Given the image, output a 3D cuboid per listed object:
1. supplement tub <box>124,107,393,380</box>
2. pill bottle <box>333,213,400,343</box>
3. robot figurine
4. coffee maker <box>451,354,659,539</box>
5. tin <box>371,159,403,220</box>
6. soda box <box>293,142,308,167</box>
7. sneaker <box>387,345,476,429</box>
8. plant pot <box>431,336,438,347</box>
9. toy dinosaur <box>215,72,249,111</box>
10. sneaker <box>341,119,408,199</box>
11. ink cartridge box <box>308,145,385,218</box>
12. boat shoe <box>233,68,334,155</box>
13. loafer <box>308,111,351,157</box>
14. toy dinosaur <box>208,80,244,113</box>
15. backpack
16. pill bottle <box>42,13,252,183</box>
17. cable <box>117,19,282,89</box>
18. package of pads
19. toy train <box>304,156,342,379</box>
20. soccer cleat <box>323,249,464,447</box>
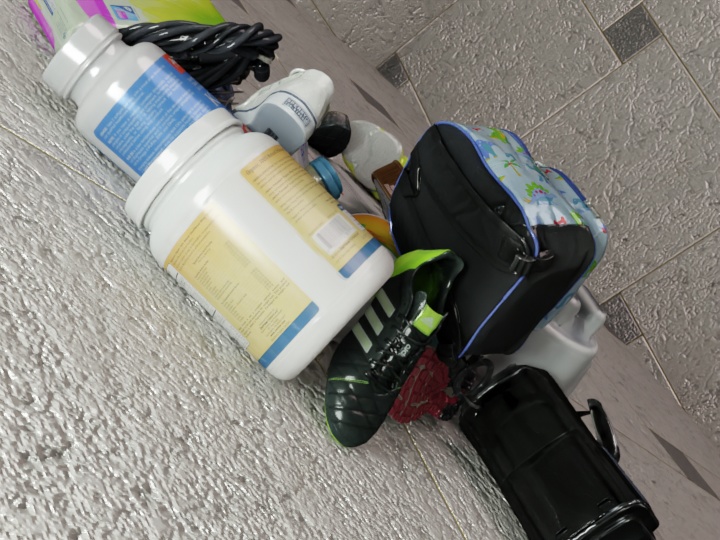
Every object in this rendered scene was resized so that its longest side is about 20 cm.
[{"bbox_3d":[-0.085,-0.023,0.902,0.200,0.145,0.145,44,13,1],"label":"supplement tub"},{"bbox_3d":[0.000,0.000,1.164,0.111,0.111,0.200,42,13,-6],"label":"pill bottle"},{"bbox_3d":[0.188,0.099,1.207,0.169,0.201,0.113,26,23,-26],"label":"robot figurine"},{"bbox_3d":[0.186,0.207,1.074,0.191,0.135,0.200,20,25,-38],"label":"coffee maker"},{"bbox_3d":[0.063,-0.047,1.226,0.112,0.042,0.200,64,-3,-39],"label":"tin"},{"bbox_3d":[-0.095,-0.109,1.179,0.201,0.063,0.069,-94,168,-52],"label":"soda box"},{"bbox_3d":[0.048,0.107,1.078,0.074,0.081,0.200,31,0,26],"label":"sneaker"},{"bbox_3d":[0.124,0.026,1.323,0.133,0.201,0.201,15,27,-32],"label":"plant pot"},{"bbox_3d":[-0.188,-0.243,1.392,0.182,0.105,0.200,59,-7,-27],"label":"toy dinosaur"},{"bbox_3d":[0.047,-0.110,1.423,0.200,0.076,0.105,47,-7,12],"label":"sneaker"},{"bbox_3d":[-0.036,-0.074,1.347,0.200,0.083,0.147,28,20,-53],"label":"ink cartridge box"},{"bbox_3d":[-0.075,-0.159,1.057,0.075,0.086,0.202,44,-19,-10],"label":"boat shoe"},{"bbox_3d":[-0.068,-0.184,1.408,0.072,0.073,0.200,12,-12,-26],"label":"loafer"},{"bbox_3d":[-0.199,-0.180,1.192,0.199,0.106,0.181,17,10,-43],"label":"toy dinosaur"},{"bbox_3d":[0.126,-0.037,1.042,0.146,0.184,0.201,-2,49,-37],"label":"backpack"},{"bbox_3d":[-0.196,-0.142,1.009,0.200,0.112,0.112,42,13,-11],"label":"pill bottle"},{"bbox_3d":[-0.181,-0.217,1.095,0.198,0.051,0.163,-3,-2,-15],"label":"cable"},{"bbox_3d":[-0.258,-0.283,1.201,0.198,0.069,0.155,-4,43,-35],"label":"package of pads"},{"bbox_3d":[-0.036,-0.006,1.024,0.201,0.115,0.085,56,-8,12],"label":"toy train"},{"bbox_3d":[0.029,0.060,0.931,0.067,0.081,0.201,40,58,-23],"label":"soccer cleat"}]
